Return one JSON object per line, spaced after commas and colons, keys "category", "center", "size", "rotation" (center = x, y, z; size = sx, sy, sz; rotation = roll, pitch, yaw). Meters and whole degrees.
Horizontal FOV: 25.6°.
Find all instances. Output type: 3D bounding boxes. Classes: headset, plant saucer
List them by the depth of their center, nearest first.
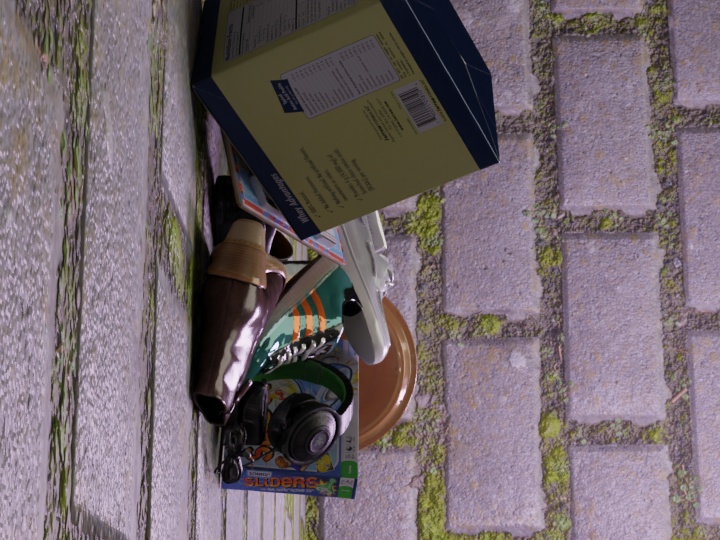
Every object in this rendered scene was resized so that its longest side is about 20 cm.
{"category": "headset", "center": [-0.083, 0.134, 1.525], "size": [0.200, 0.123, 0.094], "rotation": [-51, 150, -52]}
{"category": "plant saucer", "center": [-0.036, 0.105, 1.745], "size": [0.032, 0.200, 0.200], "rotation": [-153, -117, -86]}

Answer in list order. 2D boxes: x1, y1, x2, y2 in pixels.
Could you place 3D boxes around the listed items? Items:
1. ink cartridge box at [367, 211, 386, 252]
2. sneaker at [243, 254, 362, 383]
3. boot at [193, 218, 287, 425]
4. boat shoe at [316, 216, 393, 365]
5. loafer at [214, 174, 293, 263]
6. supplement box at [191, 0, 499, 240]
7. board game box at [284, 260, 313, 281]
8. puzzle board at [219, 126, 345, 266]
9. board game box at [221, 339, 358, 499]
{"category": "ink cartridge box", "center": [-0.041, -0.092, 1.832], "size": [0.200, 0.050, 0.161], "rotation": [-4, -79, 69]}
{"category": "sneaker", "center": [-0.062, 0.061, 1.568], "size": [0.071, 0.080, 0.200], "rotation": [-34, -171, 46]}
{"category": "boot", "center": [-0.118, 0.057, 1.420], "size": [0.200, 0.072, 0.166], "rotation": [93, 9, -74]}
{"category": "boat shoe", "center": [0.000, 0.000, 1.692], "size": [0.200, 0.068, 0.072], "rotation": [68, -24, 16]}
{"category": "loafer", "center": [-0.102, -0.014, 1.567], "size": [0.200, 0.072, 0.073], "rotation": [90, -1, -54]}
{"category": "supplement box", "center": [-0.010, -0.167, 1.396], "size": [0.200, 0.200, 0.134], "rotation": [55, 23, -36]}
{"category": "board game box", "center": [-0.081, 0.088, 1.810], "size": [0.028, 0.135, 0.200], "rotation": [0, -89, 46]}
{"category": "puzzle board", "center": [-0.073, -0.099, 1.489], "size": [0.200, 0.017, 0.151], "rotation": [30, 41, -58]}
{"category": "board game box", "center": [-0.070, 0.146, 1.640], "size": [0.200, 0.135, 0.034], "rotation": [-91, -173, -50]}
